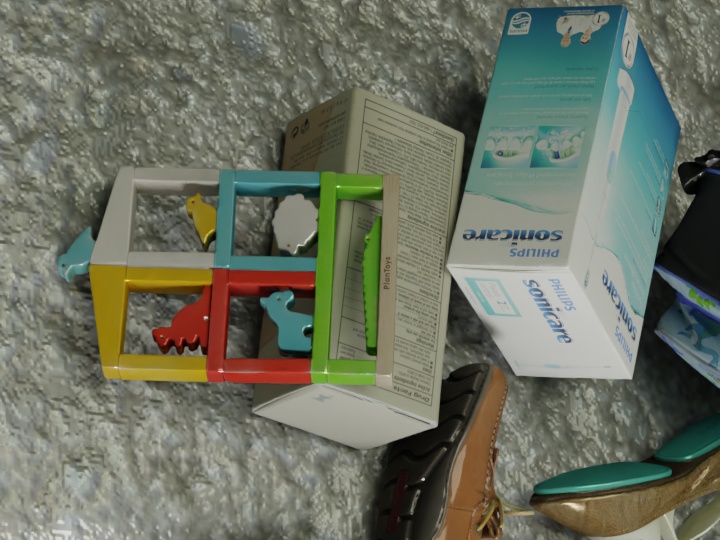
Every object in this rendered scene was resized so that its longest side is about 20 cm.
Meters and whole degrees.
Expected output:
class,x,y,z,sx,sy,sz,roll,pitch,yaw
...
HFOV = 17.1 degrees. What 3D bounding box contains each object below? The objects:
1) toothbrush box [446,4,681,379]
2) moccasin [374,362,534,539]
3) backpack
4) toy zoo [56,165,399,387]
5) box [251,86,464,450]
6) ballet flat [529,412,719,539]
class,x,y,z,sx,sy,sz,roll,pitch,yaw
toothbrush box,0.135,-0.049,1.547,0.146,0.085,0.200,54,42,-52
moccasin,0.057,0.151,1.472,0.078,0.074,0.202,32,55,-31
backpack,0.308,0.033,1.612,0.200,0.183,0.147,20,98,-45
toy zoo,-0.078,0.002,1.409,0.200,0.020,0.131,1,66,2
box,0.000,0.000,1.480,0.095,0.078,0.200,23,62,-31
ballet flat,0.195,0.151,1.576,0.200,0.068,0.072,-17,102,-40
